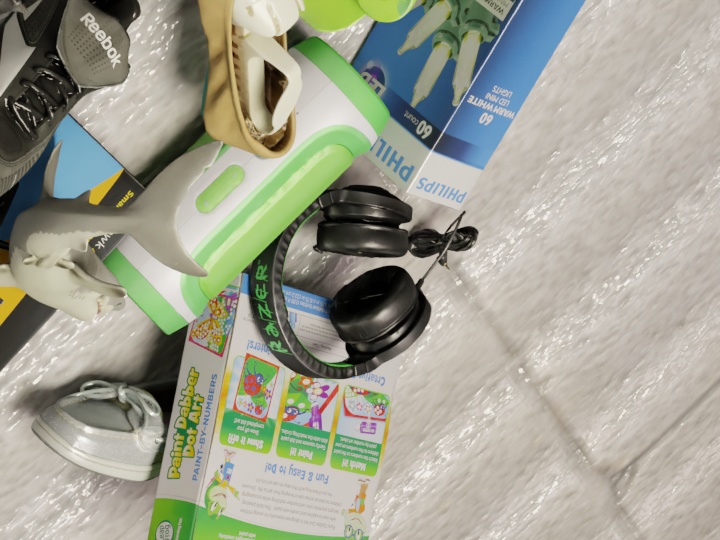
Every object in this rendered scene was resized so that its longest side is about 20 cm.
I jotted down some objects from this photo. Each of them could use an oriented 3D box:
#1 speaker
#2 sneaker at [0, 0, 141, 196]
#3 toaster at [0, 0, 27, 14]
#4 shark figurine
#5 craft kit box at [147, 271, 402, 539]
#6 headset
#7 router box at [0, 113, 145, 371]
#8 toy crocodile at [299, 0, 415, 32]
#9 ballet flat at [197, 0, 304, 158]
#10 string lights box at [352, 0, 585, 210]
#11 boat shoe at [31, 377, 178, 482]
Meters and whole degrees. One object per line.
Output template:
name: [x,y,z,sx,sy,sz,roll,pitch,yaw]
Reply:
speaker: [-0.076,-0.055,1.507,0.200,0.088,0.088,-44,140,-3]
sneaker: [-0.172,-0.108,1.284,0.090,0.200,0.067,-20,117,25]
toaster: [-0.300,-0.176,1.190,0.180,0.119,0.201,-36,138,-12]
shark figurine: [-0.164,-0.035,1.357,0.127,0.214,0.090,14,72,-19]
craft kit box: [-0.053,0.114,1.613,0.200,0.048,0.199,19,77,-53]
headset: [0.000,0.000,1.601,0.199,0.094,0.124,-19,102,-39]
router box: [-0.237,-0.016,1.422,0.200,0.051,0.149,-47,140,-2]
toy crocodile: [0.043,-0.212,1.470,0.200,0.062,0.068,-38,-173,19]
ballet flat: [-0.058,-0.144,1.388,0.069,0.063,0.201,-43,153,-29]
string lights box: [0.069,-0.153,1.538,0.059,0.103,0.201,16,110,-47]
boat shoe: [-0.135,0.097,1.591,0.201,0.074,0.065,4,113,-47]
